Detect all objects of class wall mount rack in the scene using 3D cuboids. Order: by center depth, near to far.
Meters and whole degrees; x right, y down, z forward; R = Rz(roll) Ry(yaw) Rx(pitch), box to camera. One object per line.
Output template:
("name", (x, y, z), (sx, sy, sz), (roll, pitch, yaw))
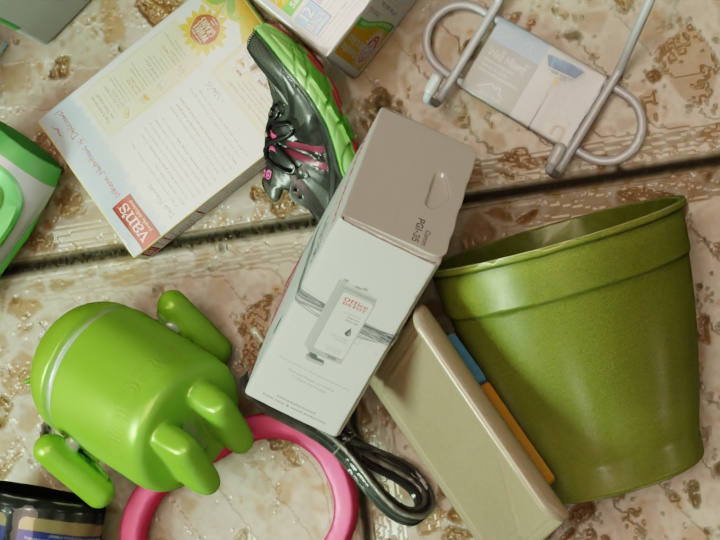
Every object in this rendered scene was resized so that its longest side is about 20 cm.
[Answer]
("wall mount rack", (0.144, -0.175, 1.689), (0.199, 0.075, 0.174), (31, 93, 13))

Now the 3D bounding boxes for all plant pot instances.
("plant pot", (0.169, 0.064, 1.619), (0.199, 0.200, 0.194), (-15, 95, 12))

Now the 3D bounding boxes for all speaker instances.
("speaker", (-0.331, -0.023, 1.783), (0.088, 0.088, 0.200), (37, 94, 13))

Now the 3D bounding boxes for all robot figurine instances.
("robot figurine", (-0.177, 0.097, 1.707), (0.200, 0.116, 0.176), (27, 71, 33))

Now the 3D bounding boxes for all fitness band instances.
("fitness band", (-0.098, 0.200, 1.736), (0.199, 0.037, 0.144), (-30, 79, 8))

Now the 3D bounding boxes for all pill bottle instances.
("pill bottle", (-0.272, 0.274, 1.732), (0.111, 0.112, 0.201), (10, 88, 14))

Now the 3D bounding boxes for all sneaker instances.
("sneaker", (-0.046, -0.096, 1.698), (0.083, 0.077, 0.201), (-22, 103, 7))

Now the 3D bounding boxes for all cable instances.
("cable", (-0.019, 0.117, 1.698), (0.200, 0.097, 0.050), (51, 131, 15))

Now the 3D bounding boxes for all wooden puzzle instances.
("wooden puzzle", (0.082, 0.127, 1.624), (0.037, 0.200, 0.185), (-31, 78, -17))

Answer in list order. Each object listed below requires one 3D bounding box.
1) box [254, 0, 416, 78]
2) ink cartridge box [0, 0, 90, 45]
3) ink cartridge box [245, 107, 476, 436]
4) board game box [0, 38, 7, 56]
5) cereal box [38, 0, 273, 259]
("box", (0.005, -0.267, 1.715), (0.112, 0.101, 0.200), (39, 95, 13))
("ink cartridge box", (-0.315, -0.292, 1.769), (0.084, 0.146, 0.200), (-44, 78, 7))
("ink cartridge box", (0.000, 0.000, 1.622), (0.082, 0.147, 0.200), (25, 130, -5))
("board game box", (-0.414, -0.196, 1.806), (0.199, 0.103, 0.105), (28, 92, 14))
("cereal box", (-0.143, -0.124, 1.770), (0.200, 0.040, 0.144), (-37, 81, 8))
